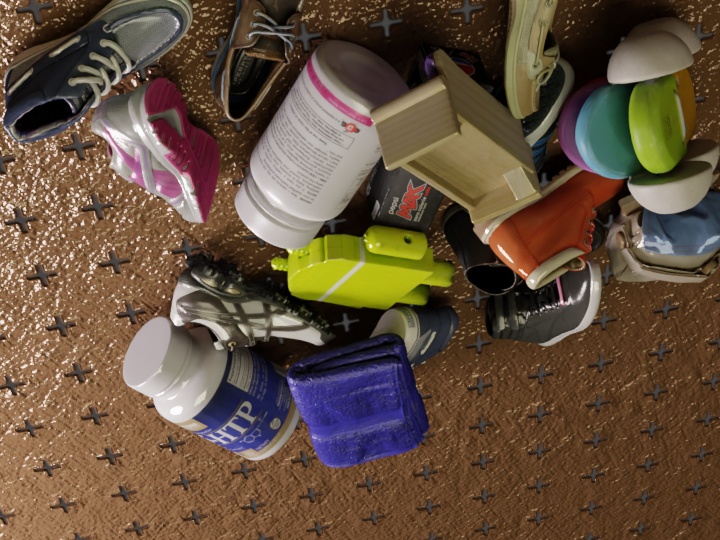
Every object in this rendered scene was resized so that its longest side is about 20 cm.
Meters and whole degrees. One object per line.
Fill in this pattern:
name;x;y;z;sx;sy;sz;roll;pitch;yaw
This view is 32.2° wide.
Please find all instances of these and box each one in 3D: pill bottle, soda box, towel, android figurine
pill bottle;-0.043;-0.124;1.271;0.113;0.114;0.200;18;126;-27
soda box;0.069;-0.136;1.320;0.070;0.064;0.201;7;132;-18
towel;0.002;0.164;1.493;0.147;0.050;0.201;-18;139;-1
pill bottle;-0.177;0.137;1.484;0.120;0.120;0.200;-40;129;24
android figurine;0.000;0.000;1.408;0.199;0.041;0.182;9;155;-22

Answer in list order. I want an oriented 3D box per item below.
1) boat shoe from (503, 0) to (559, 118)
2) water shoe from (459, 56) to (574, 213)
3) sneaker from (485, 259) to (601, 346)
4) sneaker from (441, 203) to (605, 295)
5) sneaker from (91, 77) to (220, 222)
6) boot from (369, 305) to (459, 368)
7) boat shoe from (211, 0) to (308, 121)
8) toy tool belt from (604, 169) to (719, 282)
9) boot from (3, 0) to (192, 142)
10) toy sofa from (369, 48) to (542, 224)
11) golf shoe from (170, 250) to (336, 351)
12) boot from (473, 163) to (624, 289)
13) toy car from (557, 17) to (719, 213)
boat shoe;0.177;-0.241;1.220;0.063;0.073;0.202;7;120;11
water shoe;0.172;-0.147;1.345;0.079;0.072;0.200;-7;139;-49
sneaker;0.210;0.041;1.482;0.099;0.071;0.200;4;157;-15
sneaker;0.196;-0.017;1.431;0.199;0.107;0.075;1;133;-13
sneaker;-0.206;-0.120;1.269;0.088;0.082;0.200;1;146;19
boot;0.043;0.114;1.552;0.090;0.073;0.200;-3;148;-36
boat shoe;-0.087;-0.228;1.190;0.072;0.073;0.201;8;131;-20
toy tool belt;0.382;-0.056;1.428;0.199;0.125;0.123;-7;143;-7
boot;-0.244;-0.188;1.169;0.199;0.091;0.073;-26;133;13
toy sofa;0.094;-0.127;1.222;0.082;0.098;0.200;-24;154;25
golf shoe;-0.126;0.055;1.436;0.199;0.078;0.095;25;100;-21
boot;0.231;-0.052;1.375;0.199;0.107;0.075;-29;157;-24
toy car;0.277;-0.154;1.269;0.149;0.200;0.176;-8;106;23
